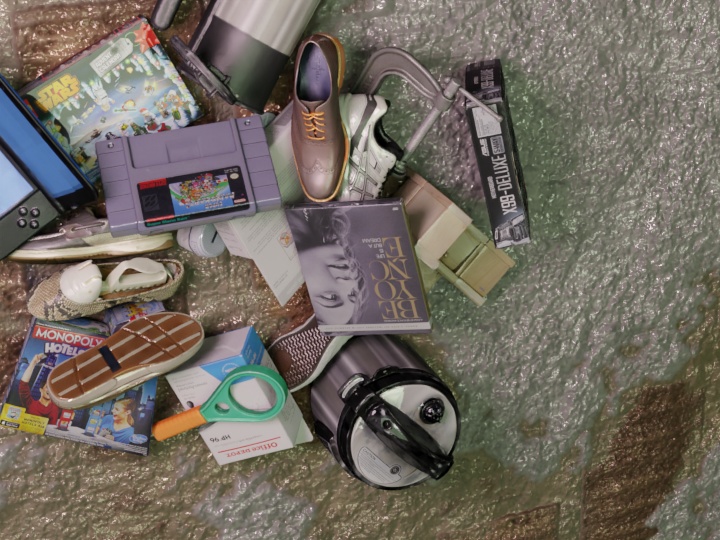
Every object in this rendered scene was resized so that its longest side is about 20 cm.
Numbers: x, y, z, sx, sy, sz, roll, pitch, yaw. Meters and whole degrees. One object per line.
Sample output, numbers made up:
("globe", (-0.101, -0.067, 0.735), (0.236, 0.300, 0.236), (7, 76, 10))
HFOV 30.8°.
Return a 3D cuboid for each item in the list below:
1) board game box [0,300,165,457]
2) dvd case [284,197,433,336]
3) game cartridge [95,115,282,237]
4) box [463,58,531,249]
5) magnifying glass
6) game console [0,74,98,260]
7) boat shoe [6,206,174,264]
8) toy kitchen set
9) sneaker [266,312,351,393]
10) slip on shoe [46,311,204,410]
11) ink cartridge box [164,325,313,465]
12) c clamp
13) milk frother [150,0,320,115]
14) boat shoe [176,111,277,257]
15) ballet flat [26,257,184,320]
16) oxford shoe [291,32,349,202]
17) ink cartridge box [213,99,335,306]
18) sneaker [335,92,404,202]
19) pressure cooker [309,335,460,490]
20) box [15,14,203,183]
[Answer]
("board game box", (-0.332, 0.116, 1.648), (0.200, 0.062, 0.200), (17, 102, -26))
("dvd case", (0.000, 0.000, 1.609), (0.148, 0.016, 0.200), (-2, 127, 18))
("game cartridge", (-0.200, -0.110, 1.519), (0.199, 0.130, 0.038), (-11, 146, -10))
("box", (0.177, -0.153, 1.684), (0.050, 0.158, 0.200), (-10, 117, 10))
("magnifying glass", (-0.181, 0.175, 1.659), (0.200, 0.022, 0.080), (-22, 116, 25))
("game console", (-0.417, -0.118, 1.465), (0.171, 0.118, 0.200), (-37, 107, 2))
("boat shoe", (-0.329, -0.045, 1.587), (0.199, 0.073, 0.065), (-6, 88, -12))
("toy kitchen set", (0.102, 0.007, 1.705), (0.200, 0.180, 0.163), (39, 94, -25))
("sneaker", (-0.052, 0.095, 1.745), (0.200, 0.085, 0.073), (-43, 77, 19))
("slip on shoe", (-0.285, 0.116, 1.600), (0.200, 0.076, 0.061), (-28, 157, -18))
("ink cartridge box", (-0.155, 0.181, 1.713), (0.116, 0.068, 0.200), (-16, 120, 20))
("c clamp", (0.057, -0.185, 1.615), (0.171, 0.027, 0.200), (45, 134, 1))
("milk frother", (-0.127, -0.285, 1.487), (0.180, 0.200, 0.188), (23, 101, -34))
("boat shoe", (-0.170, -0.113, 1.615), (0.074, 0.067, 0.200), (45, 68, -45))
("ballet flat", (-0.304, 0.012, 1.588), (0.200, 0.068, 0.075), (-9, 158, -34))
("oxford shoe", (-0.056, -0.177, 1.540), (0.071, 0.073, 0.201), (-1, 100, 12))
("ink cartridge box", (-0.089, -0.086, 1.627), (0.200, 0.045, 0.176), (-50, 131, -26))
("sneaker", (0.012, -0.121, 1.615), (0.087, 0.076, 0.201), (-4, 114, 11))
("pressure cooker", (0.036, 0.191, 1.741), (0.175, 0.200, 0.179), (-4, 112, -21))
("box", (-0.306, -0.192, 1.549), (0.200, 0.040, 0.137), (-34, 118, -6))
